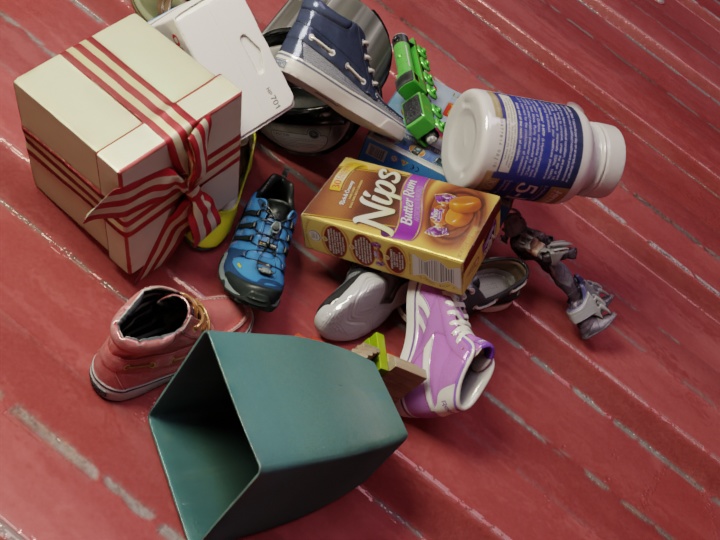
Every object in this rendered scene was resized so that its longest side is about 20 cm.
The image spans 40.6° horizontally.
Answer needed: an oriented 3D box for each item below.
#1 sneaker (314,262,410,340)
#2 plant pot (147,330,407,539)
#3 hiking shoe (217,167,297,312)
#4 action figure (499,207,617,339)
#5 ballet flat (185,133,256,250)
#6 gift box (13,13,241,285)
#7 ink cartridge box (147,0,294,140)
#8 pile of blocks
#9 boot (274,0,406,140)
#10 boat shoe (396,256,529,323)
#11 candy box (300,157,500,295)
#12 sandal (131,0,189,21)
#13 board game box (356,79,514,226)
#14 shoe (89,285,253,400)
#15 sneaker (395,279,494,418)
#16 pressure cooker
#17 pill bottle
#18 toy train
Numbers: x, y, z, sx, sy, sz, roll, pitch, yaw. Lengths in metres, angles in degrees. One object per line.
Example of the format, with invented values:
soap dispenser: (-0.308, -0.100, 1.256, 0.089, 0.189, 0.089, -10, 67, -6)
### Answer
sneaker: (0.000, 0.000, 1.142, 0.199, 0.076, 0.113, -35, 53, -30)
plant pot: (-0.067, 0.151, 0.912, 0.199, 0.142, 0.142, 2, 50, -40)
hiking shoe: (-0.109, -0.036, 1.065, 0.074, 0.087, 0.201, 17, 30, -16)
action figure: (0.253, -0.008, 1.273, 0.200, 0.069, 0.130, 47, 9, -12)
ballet flat: (-0.162, -0.112, 1.142, 0.066, 0.067, 0.201, 25, 42, -12)
gift box: (-0.236, -0.113, 1.002, 0.186, 0.185, 0.200, 37, 62, 18)
ink cartridge box: (-0.178, -0.225, 1.098, 0.086, 0.199, 0.147, -35, 110, -22)
pile of blocks: (-0.032, 0.088, 1.012, 0.198, 0.082, 0.063, 5, 49, -16)
boot: (-0.005, -0.225, 1.109, 0.199, 0.091, 0.072, 26, 0, -43)
boat shoe: (0.131, 0.025, 1.205, 0.198, 0.060, 0.074, -8, 58, -37)
candy box: (0.046, -0.054, 1.101, 0.198, 0.057, 0.117, 15, 47, 22)
sandal: (-0.240, -0.338, 1.312, 0.079, 0.057, 0.202, -18, 62, -42)
board game box: (0.116, -0.156, 1.262, 0.199, 0.056, 0.196, 27, 41, 3)
shoe: (-0.172, 0.055, 0.962, 0.199, 0.091, 0.072, -25, 67, -44)
sneaker: (0.107, 0.064, 1.068, 0.072, 0.114, 0.203, 27, 63, -39)
pressure cooker: (-0.064, -0.247, 1.243, 0.179, 0.175, 0.201, 43, 40, -16)
pill bottle: (0.208, -0.142, 1.157, 0.198, 0.120, 0.121, 6, 48, -20)
toy train: (0.068, -0.234, 1.234, 0.056, 0.042, 0.201, 38, 30, -37)
